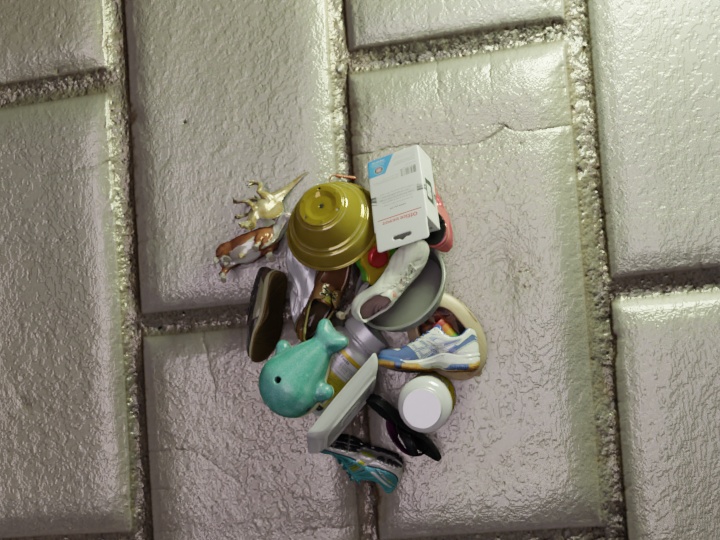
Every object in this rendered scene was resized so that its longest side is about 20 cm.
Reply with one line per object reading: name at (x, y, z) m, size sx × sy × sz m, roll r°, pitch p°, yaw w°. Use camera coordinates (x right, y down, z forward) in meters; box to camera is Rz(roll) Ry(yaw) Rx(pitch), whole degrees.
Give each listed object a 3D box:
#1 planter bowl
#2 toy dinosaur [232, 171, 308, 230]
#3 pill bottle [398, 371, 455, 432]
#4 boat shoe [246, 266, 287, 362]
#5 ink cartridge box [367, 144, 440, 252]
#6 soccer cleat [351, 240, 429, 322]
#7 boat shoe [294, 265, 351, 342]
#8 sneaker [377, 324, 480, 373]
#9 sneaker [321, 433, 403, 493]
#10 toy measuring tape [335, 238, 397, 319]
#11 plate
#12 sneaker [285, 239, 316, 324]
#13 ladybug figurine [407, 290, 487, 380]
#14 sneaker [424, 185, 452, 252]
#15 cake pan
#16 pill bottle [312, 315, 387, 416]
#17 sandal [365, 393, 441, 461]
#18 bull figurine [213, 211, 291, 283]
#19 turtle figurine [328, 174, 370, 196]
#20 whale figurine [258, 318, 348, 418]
planter bowl at (-0.066, -0.108, 1.684) m, size 0.197 × 0.084 × 0.203 m, roll -8°, pitch 61°, yaw 14°
toy dinosaur at (-0.197, -0.144, 1.786) m, size 0.100 × 0.059 × 0.200 m, roll 27°, pitch 56°, yaw 27°
pill bottle at (0.128, 0.253, 1.650) m, size 0.103 × 0.200 × 0.106 m, roll 0°, pitch 89°, yaw 10°
boat shoe at (-0.202, 0.090, 1.786) m, size 0.064 × 0.073 × 0.203 m, roll 26°, pitch 105°, yaw 41°
ink cartridge box at (0.085, -0.128, 1.667) m, size 0.114 × 0.067 × 0.203 m, roll -16°, pitch 63°, yaw 23°
soccer cleat at (0.063, 0.025, 1.642) m, size 0.200 × 0.078 × 0.069 m, roll -46°, pitch 111°, yaw 4°
boat shoe at (-0.067, 0.055, 1.706) m, size 0.071 × 0.068 × 0.202 m, roll 21°, pitch 95°, yaw -13°
sneaker at (0.131, 0.150, 1.653) m, size 0.197 × 0.075 × 0.090 m, roll -1°, pitch 78°, yaw 5°
sneaker at (-0.012, 0.391, 1.739) m, size 0.198 × 0.077 × 0.081 m, roll 20°, pitch 104°, yaw 12°
toy measuring tape at (0.000, 0.000, 1.698) m, size 0.073 × 0.074 × 0.201 m, roll 37°, pitch 80°, yaw 9°
plate at (-0.029, 0.266, 1.650) m, size 0.032 × 0.200 × 0.200 m, roll 37°, pitch 71°, yaw 13°
sneaker at (-0.101, 0.010, 1.770) m, size 0.098 × 0.078 × 0.203 m, roll -6°, pitch 95°, yaw 2°
ladybug figurine at (0.174, 0.131, 1.710) m, size 0.135 × 0.072 × 0.201 m, roll -38°, pitch 82°, yaw 8°
sneaker at (0.136, -0.121, 1.729) m, size 0.073 × 0.087 × 0.202 m, roll -25°, pitch 61°, yaw 18°
cake pan at (0.083, 0.036, 1.699) m, size 0.198 × 0.037 × 0.203 m, roll -17°, pitch 52°, yaw 22°
pill bottle at (-0.046, 0.186, 1.727) m, size 0.200 × 0.114 × 0.114 m, roll -44°, pitch 82°, yaw 6°
sandal at (0.078, 0.322, 1.696) m, size 0.200 × 0.075 × 0.048 m, roll 43°, pitch 69°, yaw -16°
bull figurine at (-0.221, -0.050, 1.774) m, size 0.198 × 0.122 × 0.066 m, roll -27°, pitch 112°, yaw 15°
turtle figurine at (-0.009, -0.097, 1.753) m, size 0.198 × 0.064 × 0.163 m, roll 31°, pitch 94°, yaw 10°
whale figurine at (-0.112, 0.185, 1.632) m, size 0.159 × 0.104 × 0.201 m, roll 43°, pitch 97°, yaw 26°
